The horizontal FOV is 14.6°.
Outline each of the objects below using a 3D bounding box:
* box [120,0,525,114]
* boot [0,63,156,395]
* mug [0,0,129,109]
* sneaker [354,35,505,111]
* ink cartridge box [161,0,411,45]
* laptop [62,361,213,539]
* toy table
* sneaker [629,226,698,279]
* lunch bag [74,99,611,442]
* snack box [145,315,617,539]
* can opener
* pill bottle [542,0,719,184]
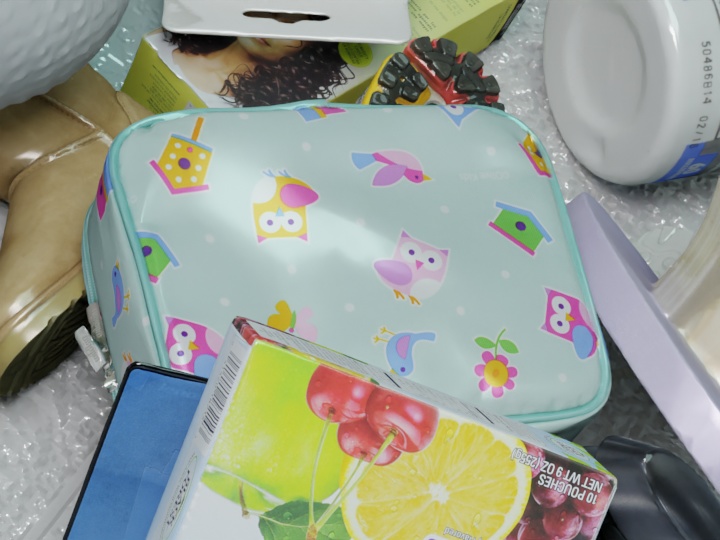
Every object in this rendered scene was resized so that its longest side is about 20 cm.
[{"bbox_3d":[-0.013,-0.106,1.282,0.075,0.050,0.200,46,51,12],"label":"box"},{"bbox_3d":[-0.174,-0.056,1.169,0.200,0.066,0.175,37,40,5],"label":"boot"},{"bbox_3d":[-0.190,-0.139,1.089,0.199,0.148,0.175,22,8,28],"label":"mug"},{"bbox_3d":[0.000,0.000,1.200,0.078,0.082,0.201,31,65,-11],"label":"sneaker"},{"bbox_3d":[-0.032,-0.181,1.265,0.116,0.068,0.201,2,37,-4],"label":"ink cartridge box"},{"bbox_3d":[-0.025,0.164,1.010,0.186,0.116,0.201,15,66,-13],"label":"laptop"},{"bbox_3d":[0.169,0.014,1.140,0.184,0.117,0.200,42,13,-53],"label":"toy table"},{"bbox_3d":[0.190,0.053,1.250,0.200,0.081,0.077,33,75,25],"label":"sneaker"},{"bbox_3d":[-0.010,0.018,1.087,0.199,0.077,0.161,-3,63,-24],"label":"lunch bag"},{"bbox_3d":[-0.013,0.135,0.977,0.142,0.053,0.201,22,94,-13],"label":"snack box"},{"bbox_3d":[0.124,0.144,1.108,0.063,0.078,0.200,-43,122,-20],"label":"can opener"},{"bbox_3d":[0.196,-0.108,1.335,0.199,0.114,0.114,-9,60,-29],"label":"pill bottle"}]
